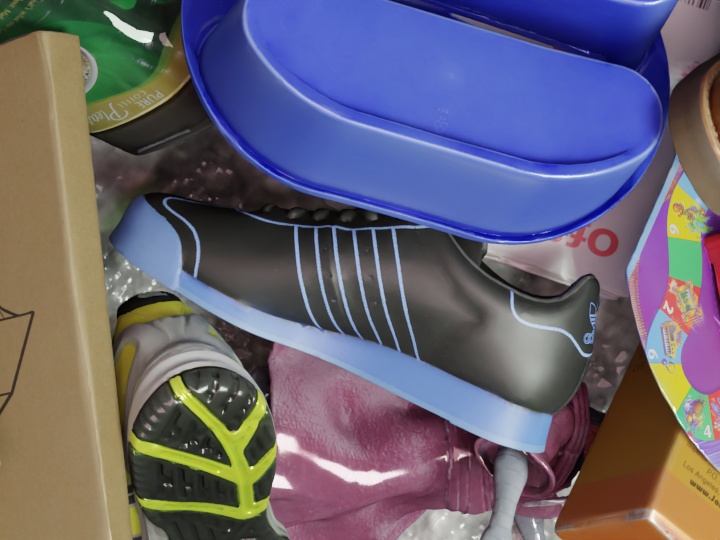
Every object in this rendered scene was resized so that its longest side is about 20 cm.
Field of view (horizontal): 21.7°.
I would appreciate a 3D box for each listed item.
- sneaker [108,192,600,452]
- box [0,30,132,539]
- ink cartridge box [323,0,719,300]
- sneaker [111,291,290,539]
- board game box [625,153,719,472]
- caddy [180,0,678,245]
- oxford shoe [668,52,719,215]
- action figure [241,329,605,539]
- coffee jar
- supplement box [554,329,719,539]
[{"bbox_3d":[0.000,0.000,0.763,0.199,0.070,0.078,24,94,3],"label":"sneaker"},{"bbox_3d":[-0.163,0.020,0.747,0.163,0.021,0.201,-13,80,36],"label":"box"},{"bbox_3d":[0.077,-0.106,0.815,0.147,0.086,0.201,19,98,-6],"label":"ink cartridge box"},{"bbox_3d":[-0.069,0.091,0.778,0.075,0.077,0.201,-10,135,-18],"label":"sneaker"},{"bbox_3d":[0.192,-0.002,0.767,0.158,0.039,0.200,40,59,-21],"label":"board game box"},{"bbox_3d":[0.031,-0.092,0.722,0.199,0.105,0.142,16,74,-8],"label":"caddy"},{"bbox_3d":[0.181,-0.086,0.724,0.071,0.200,0.071,-24,109,33],"label":"oxford shoe"},{"bbox_3d":[0.043,0.079,0.847,0.199,0.134,0.150,-7,72,-1],"label":"action figure"},{"bbox_3d":[-0.132,-0.124,0.760,0.200,0.104,0.086,31,60,-33],"label":"coffee jar"},{"bbox_3d":[0.158,0.042,0.799,0.069,0.066,0.200,37,61,-18],"label":"supplement box"}]
